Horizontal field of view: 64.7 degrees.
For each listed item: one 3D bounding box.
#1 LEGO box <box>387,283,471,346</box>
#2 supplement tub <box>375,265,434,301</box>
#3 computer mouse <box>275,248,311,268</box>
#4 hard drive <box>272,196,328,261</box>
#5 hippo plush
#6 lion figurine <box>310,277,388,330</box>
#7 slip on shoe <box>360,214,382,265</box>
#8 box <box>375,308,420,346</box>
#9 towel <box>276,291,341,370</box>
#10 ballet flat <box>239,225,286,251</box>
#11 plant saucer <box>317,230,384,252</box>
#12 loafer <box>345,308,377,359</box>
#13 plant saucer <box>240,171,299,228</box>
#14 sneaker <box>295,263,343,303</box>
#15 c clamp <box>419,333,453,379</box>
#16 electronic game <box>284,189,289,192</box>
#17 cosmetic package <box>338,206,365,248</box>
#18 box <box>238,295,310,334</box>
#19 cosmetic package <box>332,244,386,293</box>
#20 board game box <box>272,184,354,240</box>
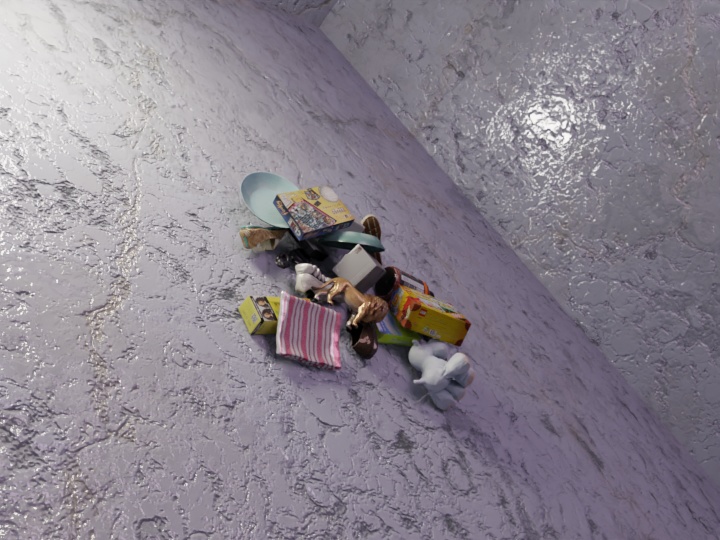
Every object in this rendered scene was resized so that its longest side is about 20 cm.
[{"bbox_3d":[0.195,0.127,1.631,0.197,0.078,0.149,21,13,-22],"label":"LEGO box"},{"bbox_3d":[0.147,0.067,1.814,0.198,0.107,0.108,26,31,-36],"label":"supplement tub"},{"bbox_3d":[-0.183,-0.024,1.512,0.059,0.034,0.200,48,17,6],"label":"computer mouse"},{"bbox_3d":[-0.180,-0.117,1.633,0.201,0.033,0.139,50,6,12],"label":"hard drive"},{"bbox_3d":[0.202,0.281,1.583,0.197,0.162,0.161,-20,35,-17],"label":"hippo plush"},{"bbox_3d":[-0.023,0.073,1.457,0.200,0.072,0.123,44,62,-7],"label":"lion figurine"},{"bbox_3d":[0.032,-0.090,1.818,0.061,0.075,0.203,-117,-166,-58],"label":"slip on shoe"},{"bbox_3d":[0.081,0.154,1.649,0.198,0.048,0.123,15,38,-48],"label":"box"},{"bbox_3d":[-0.114,0.141,1.313,0.199,0.030,0.149,26,55,-45],"label":"towel"},{"bbox_3d":[-0.254,-0.084,1.491,0.199,0.069,0.067,-11,98,-66],"label":"ballet flat"},{"bbox_3d":[-0.025,-0.085,1.634,0.198,0.198,0.037,12,83,-49],"label":"plant saucer"},{"bbox_3d":[-0.001,0.140,1.516,0.070,0.073,0.202,28,30,-32],"label":"loafer"},{"bbox_3d":[-0.237,-0.182,1.541,0.198,0.039,0.203,20,45,-21],"label":"plant saucer"},{"bbox_3d":[-0.105,0.054,1.510,0.199,0.074,0.082,32,58,-44],"label":"sneaker"},{"bbox_3d":[0.214,0.213,1.725,0.201,0.027,0.171,52,9,-20],"label":"c clamp"},{"bbox_3d":[-0.182,-0.188,1.701,0.201,0.041,0.200,51,1,-1],"label":"electronic game"},{"bbox_3d":[-0.078,-0.162,1.788,0.107,0.085,0.200,27,13,-35],"label":"cosmetic package"},{"bbox_3d":[-0.184,0.105,1.320,0.199,0.050,0.076,9,42,-52],"label":"box"},{"bbox_3d":[0.000,0.000,1.623,0.090,0.107,0.200,48,6,8],"label":"cosmetic package"},{"bbox_3d":[-0.125,-0.161,1.550,0.198,0.035,0.136,-19,67,-46],"label":"board game box"}]
